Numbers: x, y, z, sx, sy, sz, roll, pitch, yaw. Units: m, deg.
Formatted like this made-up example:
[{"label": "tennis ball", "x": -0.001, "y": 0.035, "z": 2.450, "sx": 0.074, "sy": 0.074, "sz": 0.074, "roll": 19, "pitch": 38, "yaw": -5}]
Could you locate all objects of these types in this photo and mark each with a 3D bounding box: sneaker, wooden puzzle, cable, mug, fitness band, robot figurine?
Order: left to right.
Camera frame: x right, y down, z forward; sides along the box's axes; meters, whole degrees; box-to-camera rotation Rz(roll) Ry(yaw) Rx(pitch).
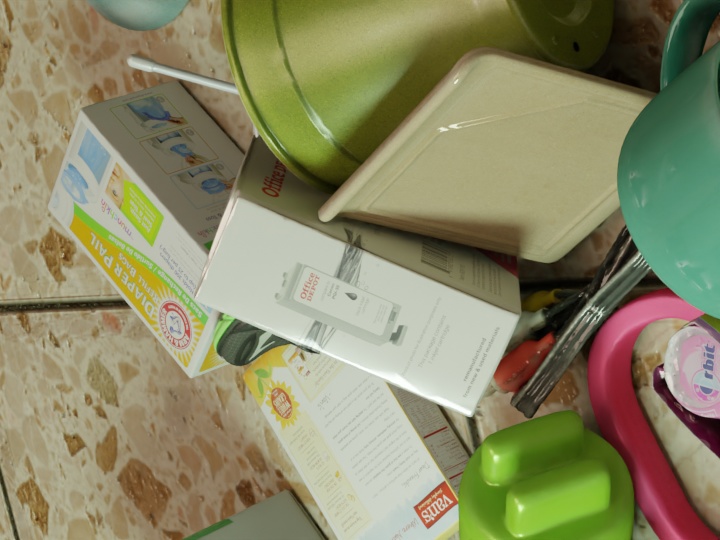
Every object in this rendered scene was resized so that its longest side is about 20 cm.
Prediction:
[{"label": "sneaker", "x": -0.022, "y": 0.034, "z": 1.563, "sx": 0.199, "sy": 0.077, "sz": 0.084, "roll": -22, "pitch": 86, "yaw": 27}, {"label": "wooden puzzle", "x": 0.097, "y": -0.073, "z": 1.349, "sx": 0.185, "sy": 0.199, "sz": 0.037, "roll": -44, "pitch": 47, "yaw": 47}, {"label": "robot figurine", "x": 0.124, "y": 0.181, "z": 1.456, "sx": 0.201, "sy": 0.115, "sz": 0.176, "roll": 85, "pitch": 162, "yaw": -47}, {"label": "cable", "x": 0.136, "y": 0.024, "z": 1.420, "sx": 0.050, "sy": 0.097, "sz": 0.200, "roll": 29, "pitch": 139, "yaw": -7}, {"label": "fitness band", "x": 0.220, "y": 0.109, "z": 1.402, "sx": 0.144, "sy": 0.037, "sz": 0.201, "roll": -35, "pitch": 78, "yaw": 49}, {"label": "mug", "x": 0.225, "y": -0.057, "z": 1.252, "sx": 0.152, "sy": 0.186, "sz": 0.114, "roll": 33, "pitch": 135, "yaw": -15}]

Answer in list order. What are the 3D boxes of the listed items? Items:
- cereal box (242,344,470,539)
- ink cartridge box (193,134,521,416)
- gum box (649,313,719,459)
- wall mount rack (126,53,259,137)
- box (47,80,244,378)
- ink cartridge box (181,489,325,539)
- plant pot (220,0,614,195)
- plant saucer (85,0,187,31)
[{"label": "cereal box", "x": 0.003, "y": 0.125, "z": 1.644, "sx": 0.201, "sy": 0.039, "sz": 0.144, "roll": 58, "pitch": 136, "yaw": 12}, {"label": "ink cartridge box", "x": 0.000, "y": 0.000, "z": 1.439, "sx": 0.199, "sy": 0.147, "sz": 0.083, "roll": 23, "pitch": 108, "yaw": -5}, {"label": "gum box", "x": 0.276, "y": 0.091, "z": 1.273, "sx": 0.200, "sy": 0.113, "sz": 0.066, "roll": 47, "pitch": 135, "yaw": 24}, {"label": "wall mount rack", "x": -0.082, "y": -0.164, "z": 1.589, "sx": 0.174, "sy": 0.074, "sz": 0.201, "roll": 41, "pitch": 132, "yaw": 29}, {"label": "box", "x": -0.136, "y": -0.033, "z": 1.683, "sx": 0.200, "sy": 0.101, "sz": 0.113, "roll": 47, "pitch": 135, "yaw": 24}, {"label": "ink cartridge box", "x": -0.125, "y": 0.284, "z": 1.771, "sx": 0.084, "sy": 0.146, "sz": 0.200, "roll": 52, "pitch": 137, "yaw": 17}, {"label": "plant pot", "x": 0.049, "y": -0.164, "z": 1.377, "sx": 0.192, "sy": 0.200, "sz": 0.201, "roll": -14, "pitch": 96, "yaw": 37}, {"label": "plant saucer", "x": -0.201, "y": -0.282, "z": 1.698, "sx": 0.201, "sy": 0.039, "sz": 0.202, "roll": 22, "pitch": 121, "yaw": 42}]
